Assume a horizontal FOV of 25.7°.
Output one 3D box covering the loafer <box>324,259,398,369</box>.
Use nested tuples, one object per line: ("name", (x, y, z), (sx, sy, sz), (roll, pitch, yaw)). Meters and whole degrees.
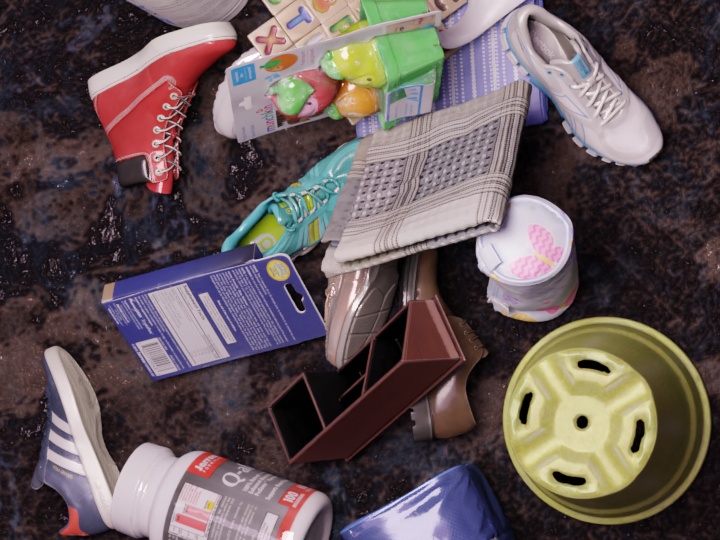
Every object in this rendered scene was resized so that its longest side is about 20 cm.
("loafer", (0.000, 0.000, 1.565), (0.063, 0.072, 0.200), (26, 106, 30))

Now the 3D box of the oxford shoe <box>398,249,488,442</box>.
("oxford shoe", (0.081, 0.064, 1.547), (0.084, 0.073, 0.200), (-7, 87, 1))

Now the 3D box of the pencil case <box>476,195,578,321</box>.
("pencil case", (0.154, -0.008, 1.459), (0.091, 0.200, 0.083), (-14, 76, 4))

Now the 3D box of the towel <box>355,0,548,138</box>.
("towel", (0.088, -0.207, 1.587), (0.200, 0.024, 0.145), (-5, 86, 17))

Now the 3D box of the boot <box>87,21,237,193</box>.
("boot", (-0.187, -0.161, 1.615), (0.200, 0.072, 0.144), (-24, 80, 38))

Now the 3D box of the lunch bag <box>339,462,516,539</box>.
("lunch bag", (0.075, 0.265, 1.458), (0.136, 0.200, 0.132), (-30, 81, 6))

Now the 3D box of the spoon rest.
("spoon rest", (0.130, -0.284, 1.541), (0.200, 0.061, 0.099), (-42, 52, -16))

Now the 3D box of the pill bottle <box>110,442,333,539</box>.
("pill bottle", (-0.138, 0.246, 1.563), (0.200, 0.116, 0.116), (17, 90, 16))

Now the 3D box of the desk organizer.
("desk organizer", (0.001, 0.107, 1.502), (0.200, 0.077, 0.072), (-45, 58, 39))

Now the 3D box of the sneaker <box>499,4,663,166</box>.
("sneaker", (0.211, -0.177, 1.503), (0.200, 0.087, 0.075), (44, 88, 3))

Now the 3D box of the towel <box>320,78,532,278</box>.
("towel", (0.057, -0.087, 1.447), (0.200, 0.035, 0.193), (-17, 40, 33))

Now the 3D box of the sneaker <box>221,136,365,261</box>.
("sneaker", (-0.055, -0.059, 1.583), (0.200, 0.080, 0.078), (-39, 77, 8))

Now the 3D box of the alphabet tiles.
("alphabet tiles", (-0.002, -0.248, 1.557), (0.200, 0.006, 0.166), (-36, 95, -4))

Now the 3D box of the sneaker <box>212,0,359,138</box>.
("sneaker", (-0.065, -0.195, 1.593), (0.200, 0.078, 0.099), (-46, 79, 17))

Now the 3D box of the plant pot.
("plant pot", (0.212, 0.138, 1.437), (0.200, 0.184, 0.201), (-1, 86, 16))

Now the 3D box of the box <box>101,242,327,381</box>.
("box", (-0.143, 0.040, 1.586), (0.200, 0.121, 0.032), (-14, 40, 15))

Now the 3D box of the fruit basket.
("fruit basket", (-0.022, -0.172, 1.464), (0.200, 0.185, 0.094), (-22, 76, -8))

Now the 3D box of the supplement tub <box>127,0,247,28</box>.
("supplement tub", (-0.194, -0.322, 1.581), (0.132, 0.200, 0.132), (-2, 85, 16))

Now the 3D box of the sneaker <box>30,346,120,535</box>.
("sneaker", (-0.310, 0.181, 1.638), (0.084, 0.075, 0.200), (-21, 81, 9))
